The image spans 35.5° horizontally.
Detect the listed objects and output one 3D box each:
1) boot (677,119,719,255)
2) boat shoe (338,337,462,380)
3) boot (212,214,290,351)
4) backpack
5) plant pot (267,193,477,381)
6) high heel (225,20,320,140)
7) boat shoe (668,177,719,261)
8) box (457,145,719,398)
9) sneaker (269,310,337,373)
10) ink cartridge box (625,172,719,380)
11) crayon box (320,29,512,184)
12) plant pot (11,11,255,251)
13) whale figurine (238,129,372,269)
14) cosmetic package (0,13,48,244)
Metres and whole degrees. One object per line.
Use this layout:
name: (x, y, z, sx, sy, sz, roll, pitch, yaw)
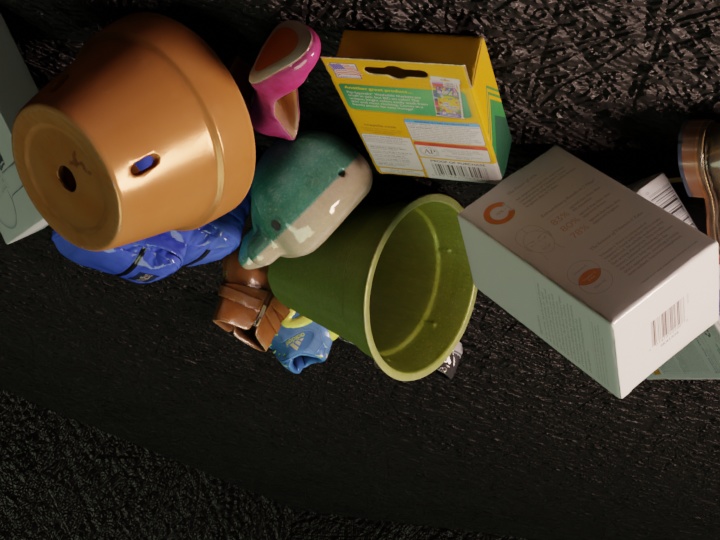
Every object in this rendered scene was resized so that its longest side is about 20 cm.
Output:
boot: (0.348, -0.061, 0.972, 0.096, 0.076, 0.200, 3, 155, 36)
boat shoe: (0.051, 0.120, 1.672, 0.197, 0.067, 0.070, 14, 160, 1)
boot: (-0.095, 0.028, 1.396, 0.199, 0.157, 0.073, 28, 156, -33)
backpack: (-0.222, -0.071, 1.211, 0.198, 0.170, 0.162, 18, 167, -27)
plant pot: (0.000, 0.000, 1.254, 0.188, 0.202, 0.200, 15, 165, 39)
high heel: (-0.059, -0.157, 0.991, 0.095, 0.068, 0.199, 34, 159, -22)
boat shoe: (0.322, -0.027, 1.103, 0.073, 0.064, 0.202, 10, 159, 19)
box: (0.199, -0.004, 0.994, 0.200, 0.124, 0.098, 41, 158, 43)
sneaker: (-0.123, 0.093, 1.664, 0.198, 0.106, 0.076, 2, 157, 30)
ink cartridge box: (0.284, 0.014, 1.087, 0.198, 0.043, 0.200, 57, 167, -3)
crayon box: (0.054, -0.147, 0.978, 0.124, 0.052, 0.200, 7, 160, 19)
plant pot: (-0.212, -0.110, 0.999, 0.198, 0.140, 0.202, 23, 131, 29)
whale figurine: (-0.075, -0.071, 1.155, 0.104, 0.159, 0.200, 46, 146, -8)
cosmetic package: (-0.354, -0.138, 1.111, 0.150, 0.051, 0.202, -19, 98, 54)
